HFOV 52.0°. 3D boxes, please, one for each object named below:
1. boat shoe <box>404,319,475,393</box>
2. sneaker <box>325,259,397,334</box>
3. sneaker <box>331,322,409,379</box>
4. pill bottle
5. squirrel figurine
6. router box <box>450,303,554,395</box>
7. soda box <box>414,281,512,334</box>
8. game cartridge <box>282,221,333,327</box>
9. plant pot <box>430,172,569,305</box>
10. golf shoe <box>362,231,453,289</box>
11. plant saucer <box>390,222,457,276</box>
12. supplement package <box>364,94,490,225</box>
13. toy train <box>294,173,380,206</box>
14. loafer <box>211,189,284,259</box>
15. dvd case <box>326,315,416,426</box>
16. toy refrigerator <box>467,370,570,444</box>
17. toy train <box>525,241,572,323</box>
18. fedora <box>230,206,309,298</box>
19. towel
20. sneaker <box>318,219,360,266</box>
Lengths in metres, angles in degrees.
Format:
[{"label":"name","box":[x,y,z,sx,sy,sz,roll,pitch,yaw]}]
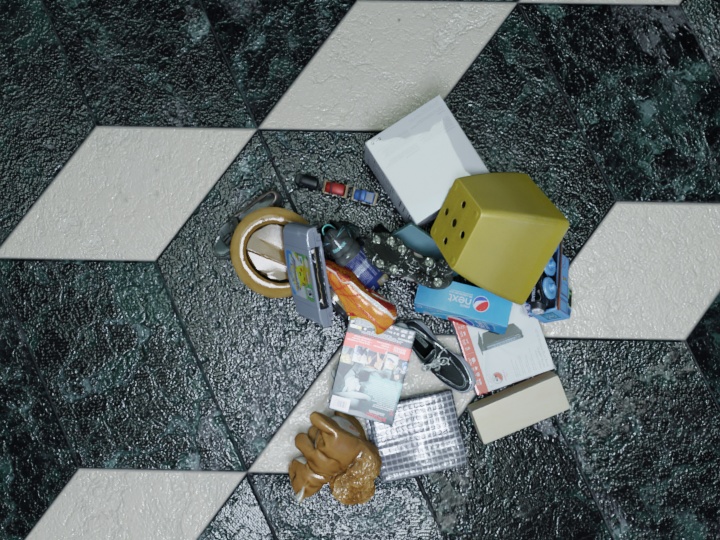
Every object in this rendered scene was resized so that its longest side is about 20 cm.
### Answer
[{"label":"boat shoe","box":[0.160,0.184,1.562,0.074,0.068,0.200,-45,76,22]},{"label":"sneaker","box":[-0.019,0.053,1.486,0.200,0.073,0.077,41,108,9]},{"label":"sneaker","box":[0.023,0.181,1.558,0.199,0.072,0.072,-39,65,14]},{"label":"pill bottle","box":[0.000,0.000,1.579,0.200,0.112,0.112,-45,86,-3]},{"label":"squirrel figurine","box":[-0.058,0.409,1.525,0.199,0.141,0.188,38,101,14]},{"label":"router box","box":[0.299,0.143,1.594,0.177,0.049,0.203,-19,85,-1]},{"label":"soda box","box":[0.214,0.070,1.542,0.197,0.064,0.069,14,72,11]},{"label":"game cartridge","box":[-0.109,0.006,1.496,0.040,0.133,0.203,-15,105,-23]},{"label":"plant pot","box":[0.257,-0.080,1.471,0.174,0.201,0.202,10,122,-25]},{"label":"golf shoe","box":[0.095,-0.010,1.504,0.198,0.088,0.078,27,85,15]},{"label":"plant saucer","box":[0.149,-0.043,1.559,0.199,0.069,0.019,30,47,-34]},{"label":"supplement package","box":[0.138,-0.222,1.578,0.190,0.147,0.202,-32,86,-3]},{"label":"toy train","box":[-0.051,-0.179,1.627,0.197,0.046,0.035,15,85,2]},{"label":"loafer","box":[-0.253,-0.106,1.614,0.200,0.063,0.072,-44,86,-3]},{"label":"dvd case","box":[0.023,0.204,1.523,0.144,0.022,0.203,14,90,2]},{"label":"toy refrigerator","box":[0.334,0.290,1.573,0.197,0.070,0.077,-23,92,-1]},{"label":"toy train","box":[0.395,0.009,1.569,0.114,0.086,0.203,30,58,-37]},{"label":"fedora","box":[-0.182,-0.040,1.589,0.197,0.082,0.204,-1,97,-11]},{"label":"towel","box":[0.115,0.350,1.561,0.197,0.086,0.168,-13,84,0]},{"label":"sneaker","box":[-0.046,-0.078,1.542,0.075,0.200,0.079,-41,107,7]}]
